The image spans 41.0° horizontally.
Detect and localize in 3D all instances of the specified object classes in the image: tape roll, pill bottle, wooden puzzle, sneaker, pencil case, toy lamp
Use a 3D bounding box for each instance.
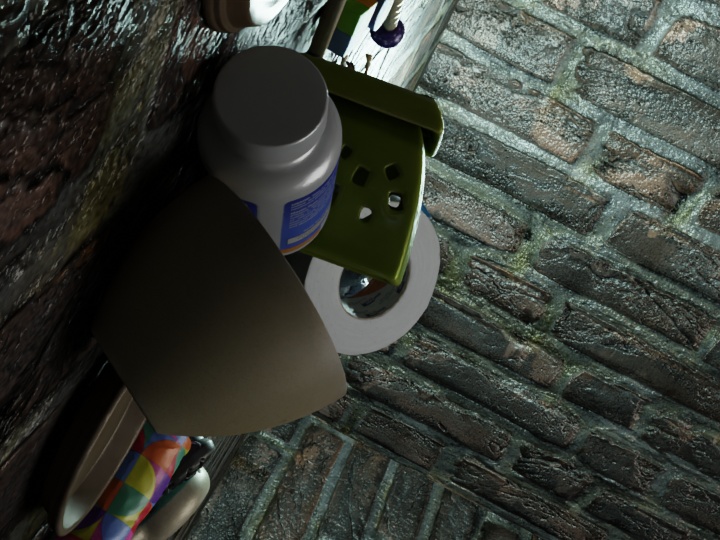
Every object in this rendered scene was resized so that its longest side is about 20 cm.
[{"bbox_3d":[0.000,0.000,1.172,0.066,0.200,0.200,33,-82,49],"label":"tape roll"},{"bbox_3d":[-0.073,-0.093,0.768,0.112,0.112,0.200,-62,177,-20],"label":"pill bottle"},{"bbox_3d":[0.014,-0.317,1.038,0.185,0.046,0.200,-64,178,37],"label":"wooden puzzle"},{"bbox_3d":[-0.266,0.246,1.118,0.200,0.079,0.075,-38,171,-31],"label":"sneaker"},{"bbox_3d":[-0.257,0.242,1.031,0.200,0.088,0.088,-59,177,-32],"label":"pencil case"},{"bbox_3d":[0.047,-0.360,1.275,0.058,0.058,0.200,-62,-179,-12],"label":"toy lamp"}]

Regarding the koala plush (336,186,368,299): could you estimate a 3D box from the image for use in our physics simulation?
[{"bbox_3d":[-0.069,-0.059,1.326,0.177,0.184,0.200,84,10,-66],"label":"koala plush"}]

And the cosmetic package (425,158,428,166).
[{"bbox_3d":[0.001,-0.154,1.186,0.102,0.074,0.200,-48,152,-1],"label":"cosmetic package"}]

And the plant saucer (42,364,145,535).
[{"bbox_3d":[-0.232,0.146,0.883,0.200,0.029,0.200,-63,178,-4],"label":"plant saucer"}]

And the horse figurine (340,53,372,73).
[{"bbox_3d":[-0.036,-0.209,1.234,0.200,0.050,0.133,-55,165,-59],"label":"horse figurine"}]

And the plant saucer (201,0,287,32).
[{"bbox_3d":[-0.045,-0.245,0.638,0.200,0.029,0.200,-63,180,-1],"label":"plant saucer"}]

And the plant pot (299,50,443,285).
[{"bbox_3d":[-0.023,-0.101,0.972,0.200,0.199,0.182,25,86,-88],"label":"plant pot"}]

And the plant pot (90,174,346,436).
[{"bbox_3d":[-0.121,0.048,0.729,0.134,0.200,0.200,-32,170,-15],"label":"plant pot"}]

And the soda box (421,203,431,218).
[{"bbox_3d":[0.014,-0.132,1.328,0.064,0.200,0.068,-31,173,-11],"label":"soda box"}]

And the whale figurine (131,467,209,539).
[{"bbox_3d":[-0.288,0.301,1.218,0.200,0.104,0.159,-38,-176,10],"label":"whale figurine"}]
